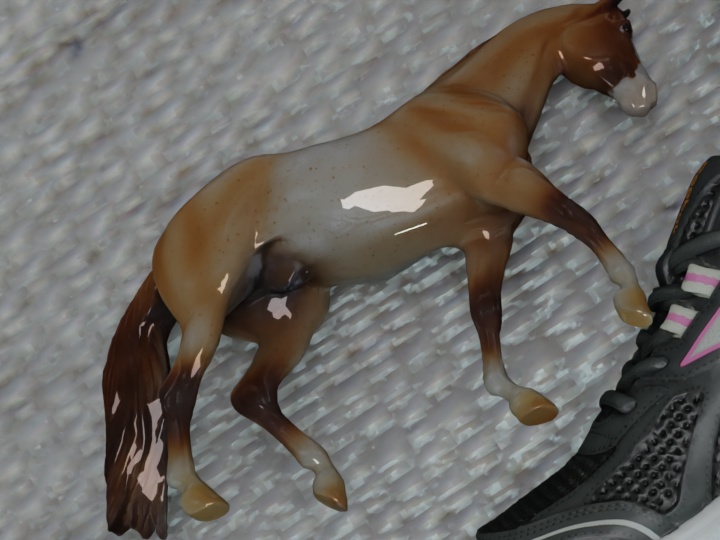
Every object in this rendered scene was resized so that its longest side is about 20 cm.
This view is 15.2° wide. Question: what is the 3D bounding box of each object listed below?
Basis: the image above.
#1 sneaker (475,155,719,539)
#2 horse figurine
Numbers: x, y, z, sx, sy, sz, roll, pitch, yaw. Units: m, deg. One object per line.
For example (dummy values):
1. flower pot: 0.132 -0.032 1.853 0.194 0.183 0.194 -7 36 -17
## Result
1. sneaker: 0.107 0.014 0.747 0.200 0.080 0.086 -37 95 -11
2. horse figurine: 0.000 0.000 0.765 0.200 0.050 0.133 -26 50 12
